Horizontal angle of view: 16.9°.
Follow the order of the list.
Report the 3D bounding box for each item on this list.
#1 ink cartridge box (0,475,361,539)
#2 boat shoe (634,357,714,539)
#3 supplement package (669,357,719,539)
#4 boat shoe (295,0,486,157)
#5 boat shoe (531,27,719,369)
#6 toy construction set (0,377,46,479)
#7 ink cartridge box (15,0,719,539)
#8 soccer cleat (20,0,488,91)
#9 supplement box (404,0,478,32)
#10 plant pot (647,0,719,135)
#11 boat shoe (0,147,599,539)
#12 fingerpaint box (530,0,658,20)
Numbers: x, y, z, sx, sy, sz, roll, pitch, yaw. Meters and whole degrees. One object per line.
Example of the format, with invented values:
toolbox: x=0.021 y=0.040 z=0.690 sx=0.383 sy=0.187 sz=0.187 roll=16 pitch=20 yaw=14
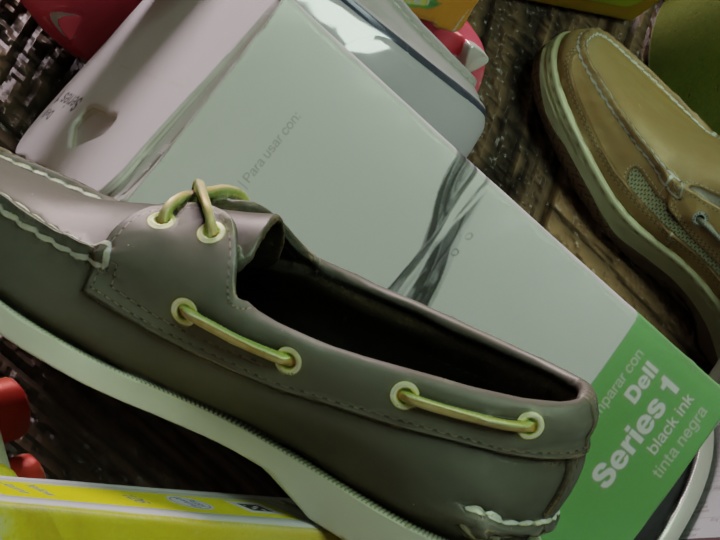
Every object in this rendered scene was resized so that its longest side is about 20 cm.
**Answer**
ink cartridge box: x=-0.058 y=0.155 z=0.630 sx=0.199 sy=0.047 sz=0.199 roll=9 pitch=95 yaw=-40
boat shoe: x=0.070 y=0.090 z=0.864 sx=0.060 sy=0.074 sz=0.201 roll=46 pitch=50 yaw=-22
supplement package: x=0.194 y=0.073 z=0.915 sx=0.110 sy=0.114 sz=0.200 roll=45 pitch=65 yaw=-15
boat shoe: x=-0.027 y=-0.117 z=0.792 sx=0.200 sy=0.072 sz=0.066 roll=39 pitch=83 yaw=-10
boat shoe: x=0.154 y=-0.027 z=1.015 sx=0.200 sy=0.076 sz=0.072 roll=51 pitch=41 yaw=-9
toy construction set: x=-0.101 y=0.058 z=0.687 sx=0.130 sy=0.092 sz=0.201 roll=-15 pitch=74 yaw=-38
ink cartridge box: x=0.000 y=0.000 z=0.777 sx=0.200 sy=0.146 sz=0.085 roll=41 pitch=84 yaw=-21
soccer cleat: x=-0.044 y=-0.096 z=0.877 sx=0.199 sy=0.067 sz=0.076 roll=13 pitch=20 yaw=-31
supplement box: x=-0.014 y=-0.178 z=0.894 sx=0.066 sy=0.069 sz=0.201 roll=6 pitch=42 yaw=-44
plant pot: x=0.262 y=-0.093 z=1.071 sx=0.186 sy=0.199 sz=0.189 roll=25 pitch=50 yaw=-33
boat shoe: x=-0.032 y=0.012 z=0.644 sx=0.201 sy=0.061 sz=0.072 roll=30 pitch=19 yaw=8
fingerpaint box: x=0.119 y=-0.190 z=0.984 sx=0.166 sy=0.200 sz=0.074 roll=3 pitch=63 yaw=-44
